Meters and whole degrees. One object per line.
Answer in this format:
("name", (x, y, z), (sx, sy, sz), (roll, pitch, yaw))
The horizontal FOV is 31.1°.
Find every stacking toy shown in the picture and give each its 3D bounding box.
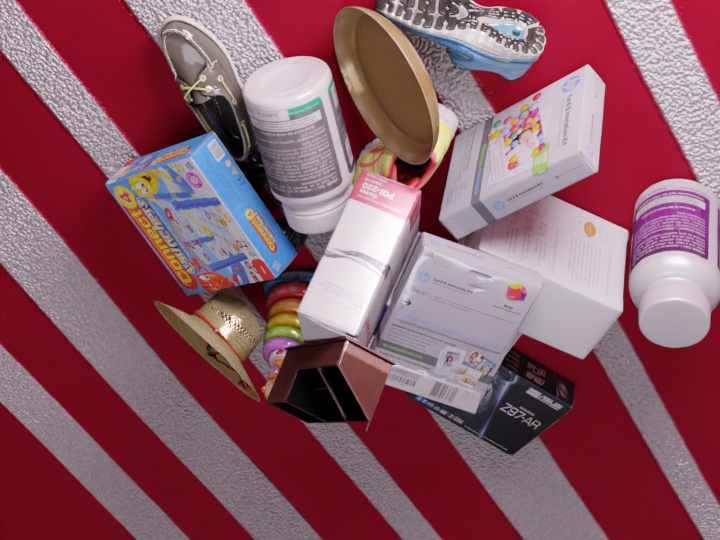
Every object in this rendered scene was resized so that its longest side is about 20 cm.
("stacking toy", (-0.099, 0.106, 1.818), (0.115, 0.201, 0.110), (-1, 134, 20))

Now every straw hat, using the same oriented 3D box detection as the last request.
("straw hat", (-0.185, 0.083, 1.796), (0.201, 0.085, 0.201), (41, 167, 11))

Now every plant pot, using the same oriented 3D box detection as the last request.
("plant pot", (0.035, -0.219, 1.510), (0.200, 0.027, 0.201), (49, 159, 27))

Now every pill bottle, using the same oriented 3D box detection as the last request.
("pill bottle", (-0.070, -0.153, 1.609), (0.112, 0.114, 0.201), (-2, 127, 18))
("pill bottle", (0.382, -0.007, 1.568), (0.111, 0.201, 0.113), (8, 135, 8))

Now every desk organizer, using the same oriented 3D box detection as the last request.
("desk organizer", (-0.041, 0.137, 1.576), (0.071, 0.078, 0.200), (28, 163, -19))

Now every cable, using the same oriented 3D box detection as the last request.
("cable", (-0.142, -0.078, 1.768), (0.162, 0.051, 0.200), (21, 136, -14))

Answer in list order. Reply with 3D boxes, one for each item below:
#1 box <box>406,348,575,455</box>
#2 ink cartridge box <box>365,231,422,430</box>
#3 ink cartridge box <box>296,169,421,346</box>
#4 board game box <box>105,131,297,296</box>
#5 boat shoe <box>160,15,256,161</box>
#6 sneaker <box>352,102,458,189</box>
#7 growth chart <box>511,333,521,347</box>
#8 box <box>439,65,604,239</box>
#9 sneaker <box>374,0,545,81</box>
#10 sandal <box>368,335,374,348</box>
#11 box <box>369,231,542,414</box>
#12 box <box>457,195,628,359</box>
("box", (0.192, 0.179, 1.918), (0.199, 0.044, 0.160), (31, 134, -14))
("ink cartridge box", (0.042, 0.082, 1.752), (0.043, 0.201, 0.199), (21, 137, 4))
("ink cartridge box", (0.000, 0.000, 1.591), (0.084, 0.202, 0.146), (20, 163, 8))
("board game box", (-0.212, -0.069, 1.712), (0.195, 0.056, 0.201), (-11, 121, 45))
("boat shoe", (-0.188, -0.226, 1.619), (0.072, 0.061, 0.202), (-14, 128, 28))
("sneaker", (0.044, -0.126, 1.628), (0.078, 0.091, 0.200), (27, 138, -15))
("growth chart", (0.155, 0.060, 1.742), (0.018, 0.145, 0.200), (21, 164, 48))
("box", (0.190, -0.137, 1.519), (0.199, 0.157, 0.041), (-25, 125, 35))
("sneaker", (0.107, -0.266, 1.486), (0.198, 0.079, 0.090), (22, 148, 2))
("sandal", (-0.025, 0.086, 1.714), (0.049, 0.203, 0.083), (-15, 111, -18))
("box", (0.109, 0.067, 1.574), (0.154, 0.041, 0.201), (18, 121, -10))
("box", (0.227, -0.007, 1.648), (0.198, 0.153, 0.107), (24, 134, -7))
